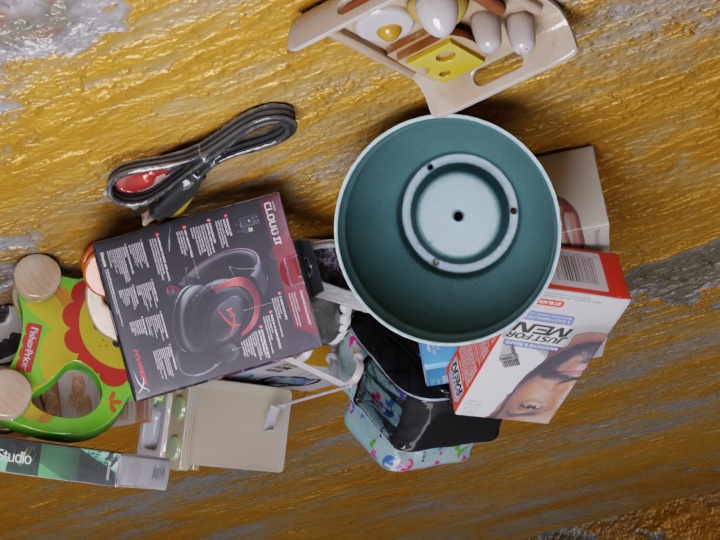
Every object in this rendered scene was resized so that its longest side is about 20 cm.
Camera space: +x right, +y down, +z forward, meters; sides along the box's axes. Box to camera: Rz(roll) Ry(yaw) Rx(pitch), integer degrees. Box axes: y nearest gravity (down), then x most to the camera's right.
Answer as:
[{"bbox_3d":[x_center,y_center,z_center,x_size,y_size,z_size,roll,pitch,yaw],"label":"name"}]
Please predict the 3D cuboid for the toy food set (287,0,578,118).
[{"bbox_3d":[0.059,-0.174,1.163,0.142,0.061,0.199,-23,156,31],"label":"toy food set"}]

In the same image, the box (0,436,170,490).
[{"bbox_3d":[-0.302,0.184,1.485,0.197,0.037,0.144,5,172,12],"label":"box"}]

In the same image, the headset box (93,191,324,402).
[{"bbox_3d":[-0.132,0.023,1.402,0.198,0.150,0.075,-17,178,-11],"label":"headset box"}]

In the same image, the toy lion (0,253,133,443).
[{"bbox_3d":[-0.264,0.077,1.512,0.189,0.202,0.069,14,154,-8],"label":"toy lion"}]

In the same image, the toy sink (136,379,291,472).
[{"bbox_3d":[-0.204,0.188,1.869,0.198,0.114,0.130,11,173,-33],"label":"toy sink"}]

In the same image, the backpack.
[{"bbox_3d":[0.060,0.130,1.765,0.176,0.200,0.152,-3,129,-40],"label":"backpack"}]

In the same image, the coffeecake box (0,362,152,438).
[{"bbox_3d":[-0.352,0.137,1.686,0.152,0.074,0.199,0,180,33],"label":"coffeecake box"}]

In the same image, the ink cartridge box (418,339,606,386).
[{"bbox_3d":[0.154,0.031,1.633,0.197,0.147,0.084,-10,160,2],"label":"ink cartridge box"}]

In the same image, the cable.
[{"bbox_3d":[-0.148,-0.102,1.325,0.199,0.051,0.097,-37,138,29],"label":"cable"}]

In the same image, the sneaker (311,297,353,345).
[{"bbox_3d":[-0.050,0.026,1.653,0.089,0.067,0.200,-2,155,-11],"label":"sneaker"}]

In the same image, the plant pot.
[{"bbox_3d":[0.084,-0.044,1.375,0.198,0.203,0.134,-13,-173,11],"label":"plant pot"}]

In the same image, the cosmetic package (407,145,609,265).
[{"bbox_3d":[0.142,-0.047,1.503,0.198,0.088,0.103,-12,158,7],"label":"cosmetic package"}]

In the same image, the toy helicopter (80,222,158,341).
[{"bbox_3d":[-0.170,0.010,1.483,0.198,0.134,0.079,-24,-168,-9],"label":"toy helicopter"}]

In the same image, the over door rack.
[{"bbox_3d":[-0.106,0.104,1.709,0.147,0.067,0.200,27,145,-24],"label":"over door rack"}]

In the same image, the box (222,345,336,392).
[{"bbox_3d":[-0.084,0.115,1.894,0.118,0.042,0.199,-18,158,40],"label":"box"}]

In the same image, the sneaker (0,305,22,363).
[{"bbox_3d":[-0.317,0.061,1.629,0.198,0.078,0.085,-5,169,21],"label":"sneaker"}]

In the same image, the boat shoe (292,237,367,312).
[{"bbox_3d":[0.000,0.000,1.520,0.199,0.073,0.068,17,171,-39],"label":"boat shoe"}]

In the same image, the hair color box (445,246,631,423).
[{"bbox_3d":[0.172,0.065,1.504,0.110,0.064,0.201,7,138,-18],"label":"hair color box"}]
